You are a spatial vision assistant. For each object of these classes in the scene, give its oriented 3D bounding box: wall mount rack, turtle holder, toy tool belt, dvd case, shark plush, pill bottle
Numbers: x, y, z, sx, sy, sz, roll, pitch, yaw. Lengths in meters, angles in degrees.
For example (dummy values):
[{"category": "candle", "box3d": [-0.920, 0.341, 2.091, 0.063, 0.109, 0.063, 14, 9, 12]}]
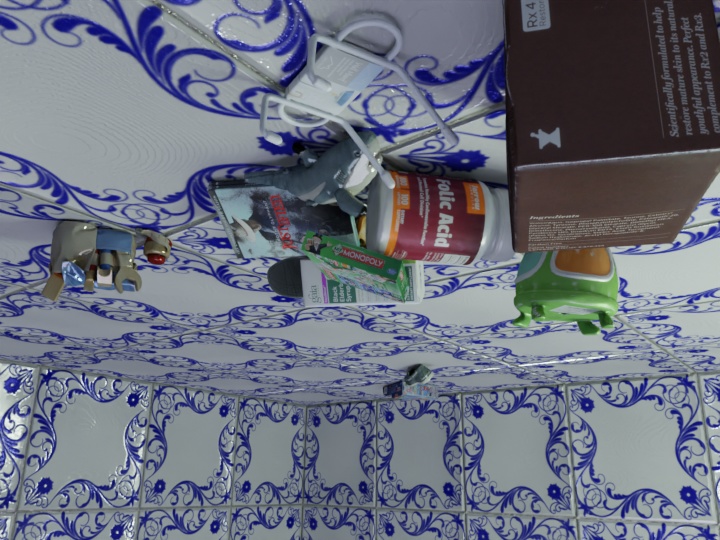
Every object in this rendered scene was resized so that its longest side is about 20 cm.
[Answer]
[{"category": "wall mount rack", "box3d": [-0.003, -0.160, 0.643, 0.170, 0.077, 0.199, 12, 160, -29]}, {"category": "turtle holder", "box3d": [0.284, 0.015, 0.868, 0.137, 0.136, 0.185, 1, 168, 24]}, {"category": "toy tool belt", "box3d": [-0.424, -0.001, 1.059, 0.194, 0.126, 0.125, 6, 161, -16]}, {"category": "dvd case", "box3d": [-0.106, -0.075, 0.908, 0.194, 0.022, 0.148, -1, 139, 10]}, {"category": "shark plush", "box3d": [-0.057, -0.135, 0.797, 0.196, 0.092, 0.084, 9, 145, 33]}, {"category": "pill bottle", "box3d": [0.111, -0.068, 0.847, 0.194, 0.118, 0.114, 4, 162, -11]}]

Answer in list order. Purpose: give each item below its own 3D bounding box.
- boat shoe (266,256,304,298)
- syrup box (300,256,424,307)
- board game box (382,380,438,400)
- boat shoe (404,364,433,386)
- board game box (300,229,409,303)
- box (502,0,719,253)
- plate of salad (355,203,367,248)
[{"category": "boat shoe", "box3d": [-0.074, 0.000, 1.131, 0.197, 0.076, 0.065, -15, -175, 20]}, {"category": "syrup box", "box3d": [0.004, 0.010, 1.031, 0.194, 0.081, 0.081, -2, -169, 13]}, {"category": "board game box", "box3d": [0.221, 0.520, 2.675, 0.195, 0.063, 0.200, 9, 160, -20]}, {"category": "boat shoe", "box3d": [0.200, 0.374, 2.278, 0.062, 0.073, 0.200, 48, 160, -3]}, {"category": "board game box", "box3d": [0.000, 0.000, 0.886, 0.131, 0.030, 0.200, 19, 172, 10]}, {"category": "box", "box3d": [0.215, -0.130, 0.576, 0.159, 0.171, 0.200, -2, 162, 13]}, {"category": "plate of salad", "box3d": [-0.049, -0.061, 0.984, 0.194, 0.049, 0.201, 1, 162, 0]}]
